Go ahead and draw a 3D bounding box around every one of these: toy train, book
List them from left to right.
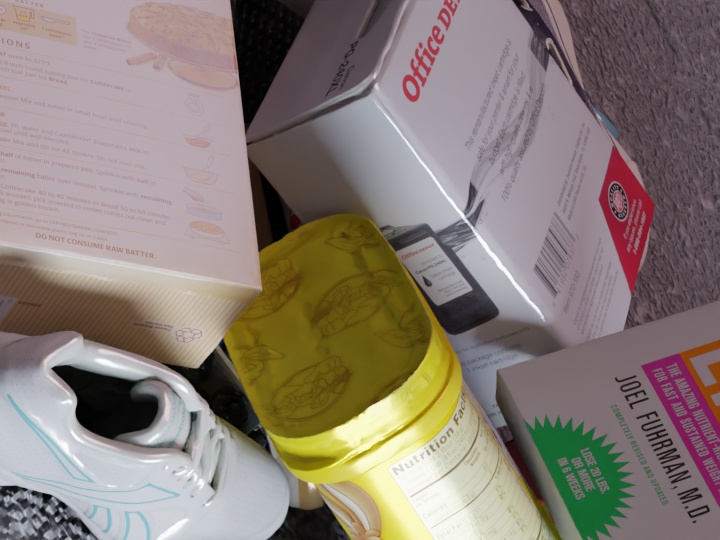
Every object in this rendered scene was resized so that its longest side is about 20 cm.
[{"bbox_3d":[-0.099,-0.002,1.056,0.046,0.034,0.200,-35,91,-30],"label":"toy train"},{"bbox_3d":[0.178,0.074,1.015,0.048,0.200,0.134,88,-20,-54],"label":"book"}]

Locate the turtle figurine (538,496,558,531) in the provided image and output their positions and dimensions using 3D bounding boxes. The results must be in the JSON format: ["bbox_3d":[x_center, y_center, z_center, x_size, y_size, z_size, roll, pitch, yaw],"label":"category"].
[{"bbox_3d":[0.091,0.184,1.116,0.064,0.200,0.161,8,78,-22],"label":"turtle figurine"}]

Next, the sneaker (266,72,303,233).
[{"bbox_3d":[0.001,0.000,1.119,0.108,0.067,0.201,-106,-175,-66],"label":"sneaker"}]

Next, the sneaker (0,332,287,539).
[{"bbox_3d":[-0.092,0.078,0.953,0.200,0.080,0.070,28,59,-45],"label":"sneaker"}]

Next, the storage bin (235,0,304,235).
[{"bbox_3d":[0.004,-0.093,1.266,0.135,0.094,0.200,41,34,-32],"label":"storage bin"}]

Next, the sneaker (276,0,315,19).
[{"bbox_3d":[-0.053,-0.173,1.198,0.080,0.070,0.200,0,17,-26],"label":"sneaker"}]

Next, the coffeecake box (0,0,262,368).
[{"bbox_3d":[-0.134,-0.070,0.991,0.153,0.073,0.200,10,54,-27],"label":"coffeecake box"}]

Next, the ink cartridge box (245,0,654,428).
[{"bbox_3d":[0.048,-0.046,1.085,0.200,0.083,0.145,51,38,-25],"label":"ink cartridge box"}]

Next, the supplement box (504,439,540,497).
[{"bbox_3d":[0.212,0.145,1.280,0.133,0.200,0.197,-10,75,-60],"label":"supplement box"}]

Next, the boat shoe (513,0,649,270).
[{"bbox_3d":[0.085,-0.080,1.227,0.093,0.075,0.200,14,46,-45],"label":"boat shoe"}]

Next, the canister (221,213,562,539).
[{"bbox_3d":[0.026,0.091,1.016,0.200,0.087,0.149,58,1,-33],"label":"canister"}]

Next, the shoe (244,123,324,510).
[{"bbox_3d":[-0.055,0.026,1.121,0.070,0.053,0.200,73,4,-71],"label":"shoe"}]

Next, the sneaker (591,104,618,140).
[{"bbox_3d":[0.077,-0.052,1.375,0.080,0.131,0.200,39,-4,-4],"label":"sneaker"}]
